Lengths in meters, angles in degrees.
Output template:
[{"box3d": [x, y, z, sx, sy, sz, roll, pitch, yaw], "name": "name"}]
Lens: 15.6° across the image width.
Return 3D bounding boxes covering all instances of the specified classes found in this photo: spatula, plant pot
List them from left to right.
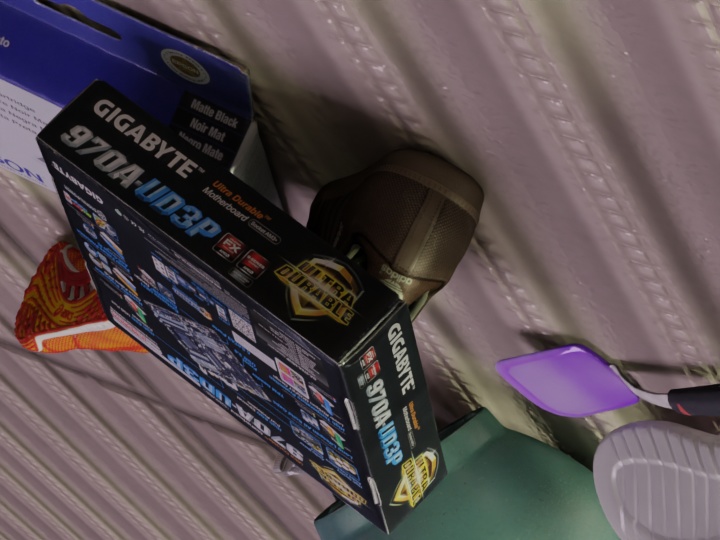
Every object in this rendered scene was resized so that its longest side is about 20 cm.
[{"box3d": [0.057, 0.162, 1.480, 0.135, 0.200, 0.200, 57, 161, 0], "name": "plant pot"}, {"box3d": [0.146, 0.059, 1.283, 0.056, 0.021, 0.199, 41, 159, -30], "name": "spatula"}]

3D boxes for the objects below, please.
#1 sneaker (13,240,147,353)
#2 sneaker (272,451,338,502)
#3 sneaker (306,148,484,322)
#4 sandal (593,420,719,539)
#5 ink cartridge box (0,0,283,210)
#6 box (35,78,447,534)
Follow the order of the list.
[{"box3d": [-0.150, 0.026, 1.583, 0.077, 0.073, 0.200, 26, 169, -29], "name": "sneaker"}, {"box3d": [0.026, 0.137, 1.593, 0.199, 0.082, 0.075, 35, 162, -20], "name": "sneaker"}, {"box3d": [0.000, 0.000, 1.252, 0.070, 0.076, 0.200, 29, 163, -3], "name": "sneaker"}, {"box3d": [0.191, 0.112, 1.308, 0.050, 0.083, 0.202, -12, -175, -32], "name": "sandal"}, {"box3d": [-0.136, -0.079, 1.303, 0.199, 0.041, 0.200, 25, 162, 14], "name": "ink cartridge box"}, {"box3d": [-0.054, 0.018, 1.221, 0.200, 0.046, 0.159, 35, 159, 28], "name": "box"}]
